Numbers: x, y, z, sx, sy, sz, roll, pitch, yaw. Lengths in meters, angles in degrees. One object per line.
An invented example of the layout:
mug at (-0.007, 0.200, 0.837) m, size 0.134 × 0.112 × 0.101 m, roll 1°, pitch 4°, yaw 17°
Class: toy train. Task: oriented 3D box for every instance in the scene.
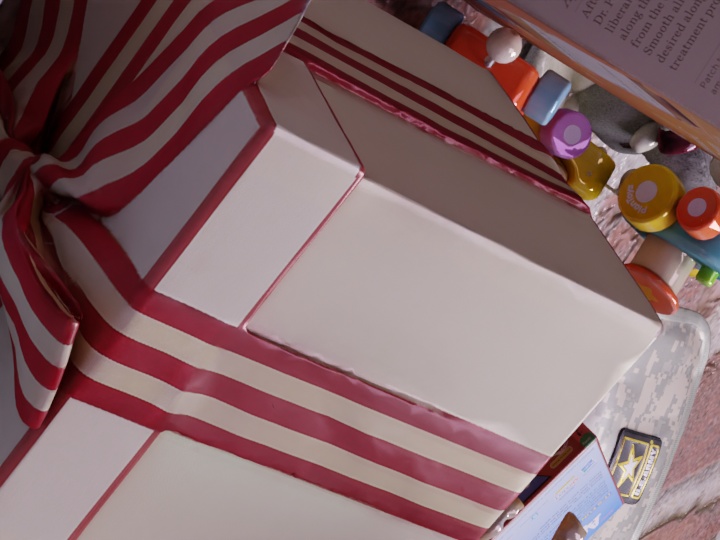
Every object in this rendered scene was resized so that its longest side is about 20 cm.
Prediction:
toy train at (0.103, -0.039, 0.866) m, size 0.056 × 0.200 × 0.150 m, roll -56°, pitch 179°, yaw -2°

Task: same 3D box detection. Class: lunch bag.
lunch bag at (0.105, 0.081, 1.007) m, size 0.200 × 0.117 × 0.164 m, roll -36°, pitch 147°, yaw -86°

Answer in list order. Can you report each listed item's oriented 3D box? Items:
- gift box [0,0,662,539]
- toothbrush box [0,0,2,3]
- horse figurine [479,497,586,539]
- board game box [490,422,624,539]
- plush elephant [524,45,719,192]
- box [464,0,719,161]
gift box at (-0.038, -0.018, 0.614) m, size 0.186 × 0.185 × 0.200 m, roll 23°, pitch 110°, yaw -35°
toothbrush box at (-0.177, -0.067, 0.472) m, size 0.200 × 0.085 × 0.146 m, roll -57°, pitch 155°, yaw 5°
horse figurine at (0.016, 0.129, 0.685) m, size 0.132 × 0.200 × 0.050 m, roll -42°, pitch 109°, yaw -8°
board game box at (0.036, 0.154, 0.858) m, size 0.200 × 0.019 × 0.103 m, roll -43°, pitch 153°, yaw -6°
plush elephant at (0.173, -0.091, 0.979) m, size 0.164 × 0.200 × 0.155 m, roll -12°, pitch 157°, yaw -37°
box at (0.122, -0.124, 0.775) m, size 0.107 × 0.200 × 0.152 m, roll -57°, pitch 155°, yaw 6°
